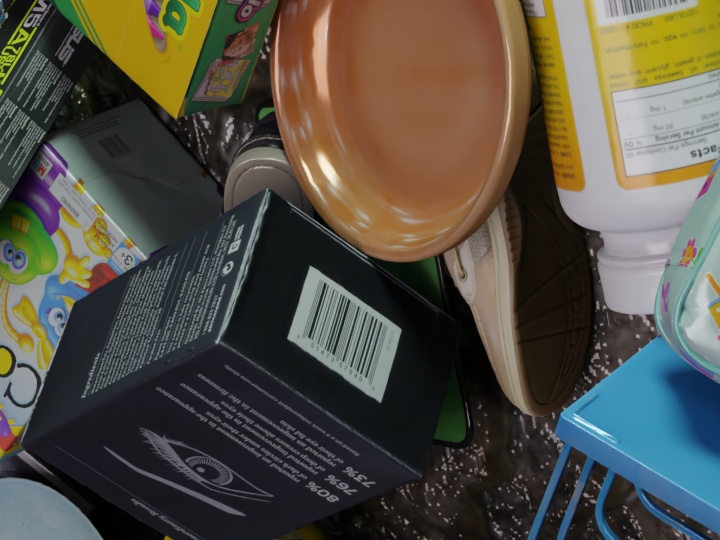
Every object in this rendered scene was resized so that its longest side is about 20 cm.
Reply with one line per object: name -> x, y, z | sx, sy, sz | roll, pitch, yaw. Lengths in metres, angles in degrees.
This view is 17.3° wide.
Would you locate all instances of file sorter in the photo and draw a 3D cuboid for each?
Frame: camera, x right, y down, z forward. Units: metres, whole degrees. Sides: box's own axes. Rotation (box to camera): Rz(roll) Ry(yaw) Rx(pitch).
file sorter -> 0.187, 0.118, 1.198 | 0.138, 0.200, 0.123 | 30, 122, 21

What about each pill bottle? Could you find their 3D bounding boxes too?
pill bottle -> 0.148, -0.085, 1.206 | 0.111, 0.111, 0.201 | -4, 104, 33

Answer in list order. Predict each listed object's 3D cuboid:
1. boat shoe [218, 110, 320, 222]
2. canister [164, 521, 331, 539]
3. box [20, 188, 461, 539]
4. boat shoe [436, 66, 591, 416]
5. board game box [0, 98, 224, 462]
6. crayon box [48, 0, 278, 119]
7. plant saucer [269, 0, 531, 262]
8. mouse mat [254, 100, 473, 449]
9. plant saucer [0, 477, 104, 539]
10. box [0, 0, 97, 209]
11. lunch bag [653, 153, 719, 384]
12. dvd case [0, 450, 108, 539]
boat shoe -> -0.054, -0.008, 1.395 | 0.072, 0.063, 0.201 | 10, 134, 0
canister -> -0.048, 0.225, 1.402 | 0.200, 0.086, 0.149 | 53, 135, 44
box -> -0.068, 0.064, 1.302 | 0.148, 0.105, 0.200 | 36, 142, -26
boat shoe -> 0.076, -0.018, 1.305 | 0.065, 0.072, 0.201 | -2, 105, 44
board game box -> -0.181, 0.008, 1.452 | 0.103, 0.105, 0.200 | 47, 125, 10
crayon box -> -0.106, -0.214, 1.280 | 0.172, 0.058, 0.201 | 43, 128, 29
plant saucer -> 0.025, -0.106, 1.244 | 0.200, 0.037, 0.201 | 12, 106, 49
mouse mat -> 0.000, 0.000, 1.360 | 0.161, 0.008, 0.201 | 8, 111, 53
plant saucer -> -0.207, 0.233, 1.542 | 0.200, 0.039, 0.202 | 4, 97, 37
box -> -0.264, -0.085, 1.408 | 0.193, 0.201, 0.048 | 10, 154, 43
lunch bag -> 0.243, -0.012, 1.132 | 0.160, 0.077, 0.201 | 27, 88, -4
dvd case -> -0.272, 0.152, 1.609 | 0.200, 0.025, 0.151 | 36, 121, 17
